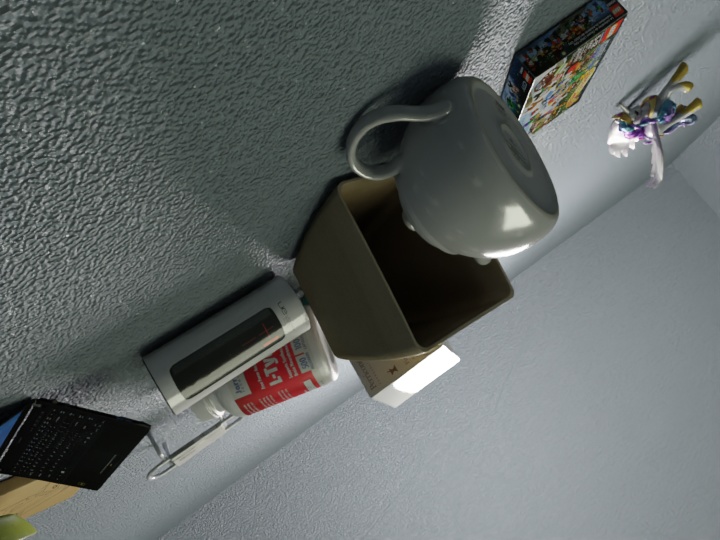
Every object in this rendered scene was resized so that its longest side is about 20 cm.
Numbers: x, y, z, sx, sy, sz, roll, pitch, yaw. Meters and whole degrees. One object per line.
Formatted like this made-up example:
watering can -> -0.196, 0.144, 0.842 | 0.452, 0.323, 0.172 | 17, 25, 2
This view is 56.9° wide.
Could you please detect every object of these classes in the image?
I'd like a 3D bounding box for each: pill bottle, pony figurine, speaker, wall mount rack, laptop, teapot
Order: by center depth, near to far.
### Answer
teapot -> 0.100, -0.090, 0.691 | 0.145, 0.202, 0.197 | -31, -178, 29
laptop -> -0.359, 0.228, 0.722 | 0.198, 0.104, 0.177 | 23, 130, -29
speaker -> -0.162, 0.089, 0.823 | 0.198, 0.082, 0.081 | -31, 166, -18
pill bottle -> -0.139, 0.134, 0.924 | 0.197, 0.114, 0.112 | -22, 167, 2
wall mount rack -> -0.299, 0.288, 1.184 | 0.198, 0.075, 0.174 | -33, 163, -17
pony figurine -> 0.599, -0.299, 1.367 | 0.198, 0.167, 0.194 | -31, 134, -7

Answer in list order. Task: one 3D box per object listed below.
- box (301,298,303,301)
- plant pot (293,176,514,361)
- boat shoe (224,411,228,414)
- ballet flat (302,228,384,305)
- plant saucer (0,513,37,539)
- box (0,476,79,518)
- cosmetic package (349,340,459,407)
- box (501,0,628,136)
box -> 0.015, 0.070, 1.087 | 0.197, 0.044, 0.161 | -16, 151, -2
plant pot -> 0.034, 0.004, 0.824 | 0.198, 0.202, 0.176 | -23, 173, -43
boat shoe -> -0.166, 0.154, 1.042 | 0.198, 0.074, 0.068 | -27, 169, -37
ballet flat -> 0.000, 0.000, 0.976 | 0.199, 0.068, 0.068 | -40, 175, 15
plant saucer -> -0.485, 0.318, 0.769 | 0.197, 0.032, 0.200 | -14, 169, -3
box -> -0.469, 0.318, 0.944 | 0.163, 0.021, 0.199 | -45, 164, 29
cosmetic package -> 0.089, 0.180, 1.518 | 0.199, 0.168, 0.166 | -37, 153, 7
box -> 0.239, -0.237, 0.831 | 0.136, 0.038, 0.200 | -35, 167, -6
